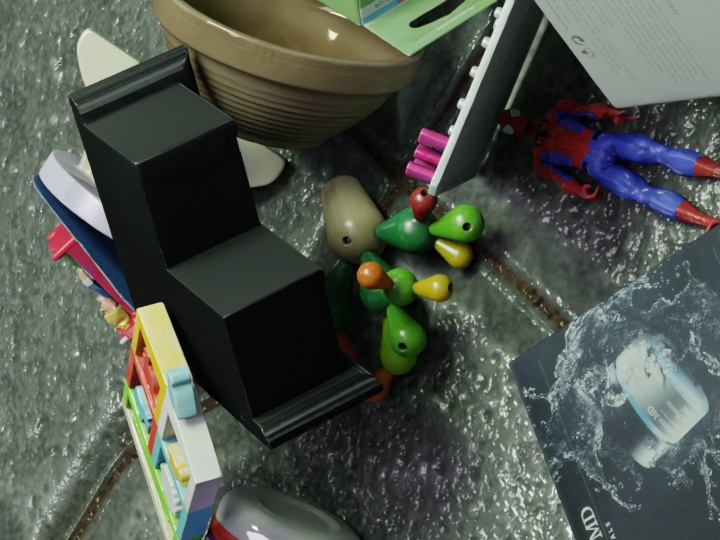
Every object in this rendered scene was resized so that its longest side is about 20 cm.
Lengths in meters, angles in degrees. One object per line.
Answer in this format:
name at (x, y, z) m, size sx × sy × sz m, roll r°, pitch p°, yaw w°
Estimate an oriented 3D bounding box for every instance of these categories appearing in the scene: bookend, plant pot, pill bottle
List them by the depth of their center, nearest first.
bookend at (-0.091, -0.019, 1.338) m, size 0.199 × 0.092 × 0.200 m, roll 35°, pitch 146°, yaw 52°
pill bottle at (-0.081, 0.263, 1.437) m, size 0.112 × 0.112 × 0.200 m, roll 29°, pitch 100°, yaw 40°
plant pot at (-0.060, -0.149, 1.458) m, size 0.201 × 0.201 × 0.093 m, roll 37°, pitch 121°, yaw 39°

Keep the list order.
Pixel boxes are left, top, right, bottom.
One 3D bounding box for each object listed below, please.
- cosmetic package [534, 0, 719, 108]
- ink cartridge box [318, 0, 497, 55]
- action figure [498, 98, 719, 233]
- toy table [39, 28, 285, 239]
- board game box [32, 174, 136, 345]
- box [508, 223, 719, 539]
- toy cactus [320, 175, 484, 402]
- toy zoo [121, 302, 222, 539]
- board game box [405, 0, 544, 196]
cosmetic package at (0.238, -0.215, 1.201) m, size 0.200 × 0.123 × 0.200 m, roll -4°, pitch 49°, yaw 45°
ink cartridge box at (0.006, -0.241, 1.467) m, size 0.200 × 0.104 × 0.059 m, roll 37°, pitch 149°, yaw 38°
action figure at (0.168, -0.075, 1.340) m, size 0.200 × 0.052 × 0.066 m, roll 25°, pitch 100°, yaw 43°
toy table at (-0.165, -0.089, 1.551) m, size 0.117 × 0.184 × 0.200 m, roll -55°, pitch 19°, yaw 5°
board game box at (-0.195, 0.012, 1.538) m, size 0.039 × 0.158 × 0.200 m, roll -43°, pitch 67°, yaw 3°
box at (0.224, 0.099, 1.211) m, size 0.200 × 0.117 × 0.197 m, roll -36°, pitch 60°, yaw 31°
toy cactus at (0.000, 0.000, 1.446) m, size 0.200 × 0.102 × 0.165 m, roll -52°, pitch 42°, yaw 32°
toy zoo at (-0.131, 0.109, 1.384) m, size 0.200 × 0.020 × 0.131 m, roll 111°, pitch 142°, yaw -62°
board game box at (0.090, -0.152, 1.322) m, size 0.026 × 0.200 × 0.200 m, roll 24°, pitch 100°, yaw 7°
